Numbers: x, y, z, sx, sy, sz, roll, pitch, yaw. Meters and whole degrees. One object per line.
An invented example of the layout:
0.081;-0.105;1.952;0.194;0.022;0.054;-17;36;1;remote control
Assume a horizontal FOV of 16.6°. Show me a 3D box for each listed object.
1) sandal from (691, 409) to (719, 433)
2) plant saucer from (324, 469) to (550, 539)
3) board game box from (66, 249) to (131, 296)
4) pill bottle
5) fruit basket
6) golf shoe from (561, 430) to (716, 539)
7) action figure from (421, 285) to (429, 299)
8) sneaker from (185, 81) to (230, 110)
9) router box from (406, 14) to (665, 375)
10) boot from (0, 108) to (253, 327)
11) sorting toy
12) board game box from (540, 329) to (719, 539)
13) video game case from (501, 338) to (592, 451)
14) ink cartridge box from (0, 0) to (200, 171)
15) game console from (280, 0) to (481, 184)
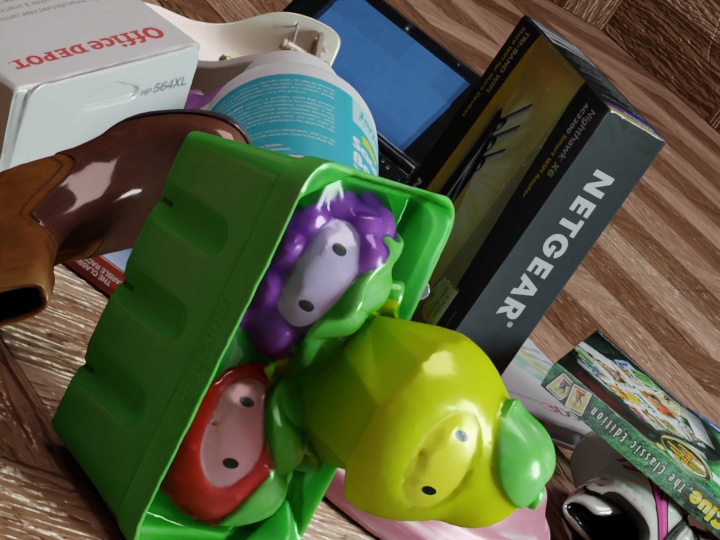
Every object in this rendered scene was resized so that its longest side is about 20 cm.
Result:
0.272;0.158;1.781;0.200;0.080;0.087;39;10;8;sandal
0.033;0.106;1.421;0.200;0.051;0.201;33;13;-8;plant saucer
-0.145;-0.011;1.458;0.200;0.019;0.103;36;15;4;board game box
-0.044;-0.050;1.463;0.110;0.111;0.201;30;31;-21;pill bottle
-0.015;0.055;1.149;0.216;0.216;0.155;42;15;30;fruit basket
0.165;0.148;1.549;0.092;0.073;0.200;29;14;-23;golf shoe
0.000;0.000;1.562;0.055;0.118;0.200;50;2;-12;action figure
-0.093;-0.092;1.636;0.073;0.114;0.201;60;14;-12;sneaker
0.096;-0.046;1.607;0.052;0.201;0.157;26;16;-29;router box
-0.147;-0.021;1.187;0.187;0.069;0.200;-8;13;3;boot
-0.116;-0.156;1.889;0.179;0.107;0.200;26;15;-6;sorting toy
0.207;0.118;1.552;0.200;0.024;0.105;41;18;10;board game box
0.073;0.050;1.694;0.182;0.022;0.200;21;19;-45;video game case
-0.216;-0.134;1.444;0.200;0.085;0.146;38;37;28;ink cartridge box
-0.014;-0.174;2.135;0.200;0.119;0.171;39;13;18;game console
